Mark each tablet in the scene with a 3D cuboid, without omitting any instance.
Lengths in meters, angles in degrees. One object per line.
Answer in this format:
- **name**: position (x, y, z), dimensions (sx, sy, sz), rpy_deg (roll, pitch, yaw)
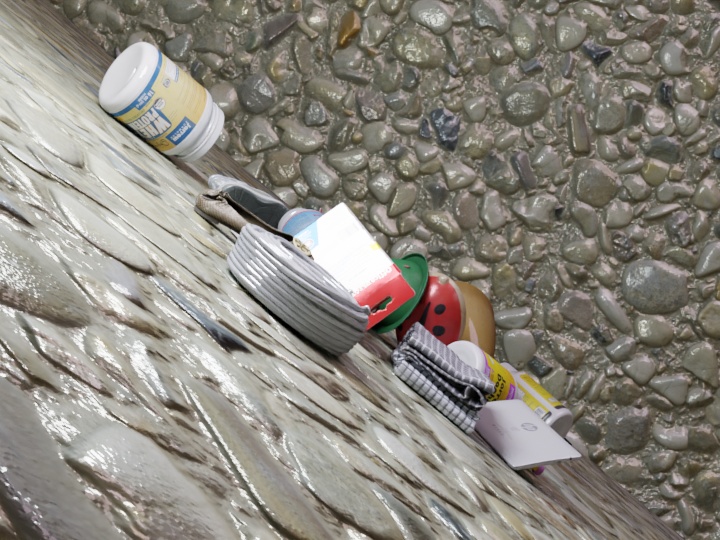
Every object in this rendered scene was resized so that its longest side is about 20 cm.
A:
- **tablet**: position (0.260, 0.266, 1.704), dimensions (0.129, 0.014, 0.200), rpy_deg (-4, 23, -22)

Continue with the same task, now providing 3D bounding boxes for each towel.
- **towel**: position (0.130, 0.162, 1.650), dimensions (0.165, 0.086, 0.200), rpy_deg (39, 3, 0)

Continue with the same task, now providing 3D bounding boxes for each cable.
- **cable**: position (-0.077, 0.023, 1.274), dimensions (0.199, 0.069, 0.200), rpy_deg (39, 3, -3)

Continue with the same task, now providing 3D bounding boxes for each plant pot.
- **plant pot**: position (0.193, 0.148, 2.063), dimensions (0.186, 0.186, 0.200), rpy_deg (38, 17, -19)

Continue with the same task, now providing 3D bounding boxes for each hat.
- **hat**: position (0.000, 0.000, 1.868), dimensions (0.175, 0.167, 0.200), rpy_deg (32, -13, -23)

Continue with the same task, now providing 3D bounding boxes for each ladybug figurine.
- **ladybug figurine**: position (0.122, 0.094, 1.896), dimensions (0.135, 0.202, 0.072), rpy_deg (25, 35, 19)

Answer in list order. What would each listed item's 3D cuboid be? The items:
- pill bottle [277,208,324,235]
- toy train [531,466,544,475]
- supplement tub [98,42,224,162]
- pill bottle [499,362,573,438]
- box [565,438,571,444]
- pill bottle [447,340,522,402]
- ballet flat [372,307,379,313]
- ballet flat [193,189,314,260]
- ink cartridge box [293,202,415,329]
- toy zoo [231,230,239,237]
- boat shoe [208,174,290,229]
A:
- **pill bottle**: position (-0.085, -0.045, 1.842), dimensions (0.109, 0.109, 0.200), rpy_deg (38, 3, -27)
- **toy train**: position (0.256, 0.279, 1.783), dimensions (0.150, 0.056, 0.200), rpy_deg (38, 3, -37)
- **supplement tub**: position (-0.362, -0.304, 1.892), dimensions (0.200, 0.145, 0.145), rpy_deg (37, 3, -37)
- **pill bottle**: position (0.369, 0.303, 2.317), dimensions (0.200, 0.115, 0.114), rpy_deg (42, 4, 37)
- **box**: position (0.457, 0.396, 2.741), dimensions (0.160, 0.044, 0.200), rpy_deg (39, 3, -18)
- **pill bottle**: position (0.224, 0.212, 1.909), dimensions (0.200, 0.105, 0.104), rpy_deg (36, 4, -46)
- **ballet flat**: position (-0.014, 0.048, 1.757), dimensions (0.073, 0.073, 0.200), rpy_deg (40, 0, 24)
- **ballet flat**: position (-0.153, -0.065, 1.537), dimensions (0.199, 0.047, 0.067), rpy_deg (29, 12, -2)
- **ink cartridge box**: position (-0.013, 0.006, 1.634), dimensions (0.200, 0.116, 0.067), rpy_deg (52, -10, 21)
- **toy zoo**: position (-0.134, -0.016, 1.618), dimensions (0.131, 0.021, 0.200), rpy_deg (38, 4, -37)
- **boat shoe**: position (-0.198, -0.118, 1.900), dimensions (0.201, 0.075, 0.065), rpy_deg (26, 16, -48)
